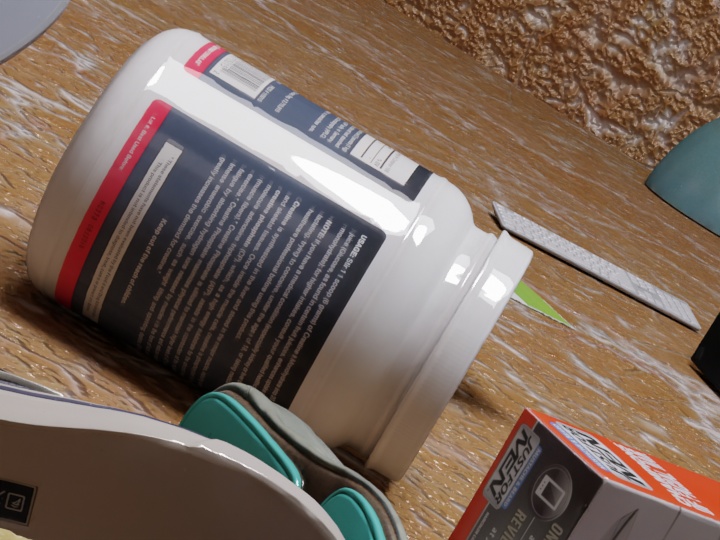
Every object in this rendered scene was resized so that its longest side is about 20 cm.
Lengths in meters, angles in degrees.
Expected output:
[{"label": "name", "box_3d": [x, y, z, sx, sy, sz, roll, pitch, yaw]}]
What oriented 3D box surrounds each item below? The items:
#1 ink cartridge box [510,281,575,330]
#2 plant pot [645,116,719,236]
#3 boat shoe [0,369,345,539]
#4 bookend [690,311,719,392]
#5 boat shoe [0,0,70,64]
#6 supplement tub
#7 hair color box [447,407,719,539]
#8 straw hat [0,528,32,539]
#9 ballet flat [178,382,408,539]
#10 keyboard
[{"label": "ink cartridge box", "box_3d": [0.000, 0.000, 1.371, 0.200, 0.076, 0.148, 23, 12, -37]}, {"label": "plant pot", "box_3d": [0.455, -0.110, 2.896, 0.200, 0.135, 0.200, 29, 11, -6]}, {"label": "boat shoe", "box_3d": [-0.098, 0.063, 0.794, 0.200, 0.075, 0.093, 21, 12, -9]}, {"label": "bookend", "box_3d": [0.379, 0.105, 1.840, 0.200, 0.092, 0.199, 27, 11, -19]}, {"label": "boat shoe", "box_3d": [-0.209, -0.088, 0.994, 0.075, 0.202, 0.086, 63, -7, -6]}, {"label": "supplement tub", "box_3d": [-0.038, -0.006, 1.124, 0.200, 0.140, 0.140, 31, 11, 2]}, {"label": "hair color box", "box_3d": [0.124, 0.139, 0.971, 0.200, 0.111, 0.064, 23, 12, -36]}, {"label": "straw hat", "box_3d": [-0.078, 0.132, 0.544, 0.201, 0.085, 0.201, 34, 7, -5]}, {"label": "ballet flat", "box_3d": [-0.009, 0.103, 0.908, 0.064, 0.067, 0.200, 32, 9, -33]}, {"label": "keyboard", "box_3d": [0.198, -0.003, 2.072, 0.200, 0.011, 0.056, 27, 11, -16]}]
